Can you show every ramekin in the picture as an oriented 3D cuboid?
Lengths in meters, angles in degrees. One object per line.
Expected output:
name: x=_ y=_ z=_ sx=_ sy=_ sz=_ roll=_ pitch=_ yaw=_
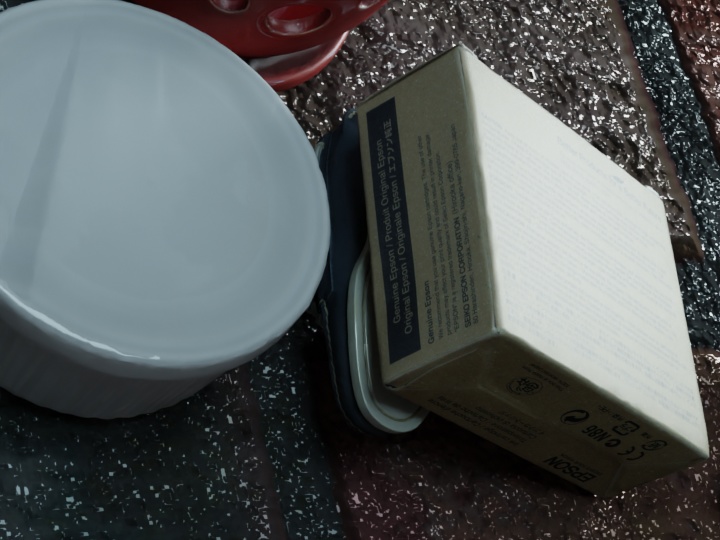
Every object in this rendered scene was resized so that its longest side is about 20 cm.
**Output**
ramekin: x=-0.123 y=-0.023 z=0.915 sx=0.201 sy=0.094 sz=0.204 roll=15 pitch=54 yaw=-22

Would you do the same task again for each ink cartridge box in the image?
ink cartridge box: x=0.089 y=0.006 z=0.983 sx=0.199 sy=0.075 sz=0.166 roll=30 pitch=44 yaw=-43

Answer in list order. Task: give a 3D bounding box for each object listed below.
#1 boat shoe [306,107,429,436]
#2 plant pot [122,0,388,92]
boat shoe: x=0.000 y=0.000 z=0.984 sx=0.075 sy=0.062 sz=0.202 roll=31 pitch=45 yaw=-42
plant pot: x=-0.056 y=-0.203 z=1.012 sx=0.199 sy=0.183 sz=0.202 roll=15 pitch=53 yaw=-21
